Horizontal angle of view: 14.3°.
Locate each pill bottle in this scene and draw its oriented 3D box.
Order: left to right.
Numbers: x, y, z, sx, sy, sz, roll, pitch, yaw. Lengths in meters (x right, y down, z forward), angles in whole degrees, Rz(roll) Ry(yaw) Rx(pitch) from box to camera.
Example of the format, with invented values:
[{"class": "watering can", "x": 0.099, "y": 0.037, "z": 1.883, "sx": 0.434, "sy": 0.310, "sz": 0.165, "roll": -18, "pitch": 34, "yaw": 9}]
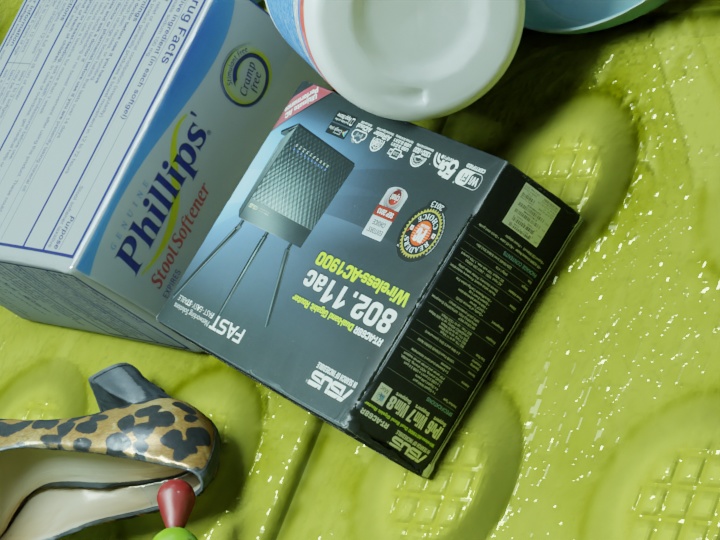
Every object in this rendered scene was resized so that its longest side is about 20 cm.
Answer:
[{"class": "pill bottle", "x": 0.009, "y": -0.149, "z": 1.478, "sx": 0.112, "sy": 0.112, "sz": 0.200, "roll": -52, "pitch": 19, "yaw": 4}]

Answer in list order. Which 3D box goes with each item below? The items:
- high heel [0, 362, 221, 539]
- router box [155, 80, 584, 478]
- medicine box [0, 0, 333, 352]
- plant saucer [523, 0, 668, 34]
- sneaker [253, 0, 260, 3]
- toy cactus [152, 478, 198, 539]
[{"class": "high heel", "x": -0.170, "y": 0.124, "z": 1.485, "sx": 0.200, "sy": 0.071, "sz": 0.143, "roll": -35, "pitch": 27, "yaw": -13}, {"class": "router box", "x": 0.000, "y": 0.000, "z": 1.431, "sx": 0.200, "sy": 0.062, "sz": 0.150, "roll": 25, "pitch": 83, "yaw": 55}, {"class": "medicine box", "x": -0.137, "y": -0.064, "z": 1.612, "sx": 0.200, "sy": 0.103, "sz": 0.182, "roll": 9, "pitch": 69, "yaw": 52}, {"class": "plant saucer", "x": 0.144, "y": -0.201, "z": 1.457, "sx": 0.200, "sy": 0.027, "sz": 0.200, "roll": -31, "pitch": 41, "yaw": 31}, {"class": "sneaker", "x": -0.029, "y": -0.238, "z": 1.655, "sx": 0.200, "sy": 0.071, "sz": 0.083, "roll": -39, "pitch": 40, "yaw": 24}, {"class": "toy cactus", "x": -0.147, "y": 0.206, "z": 1.425, "sx": 0.200, "sy": 0.102, "sz": 0.165, "roll": -33, "pitch": 49, "yaw": 16}]
